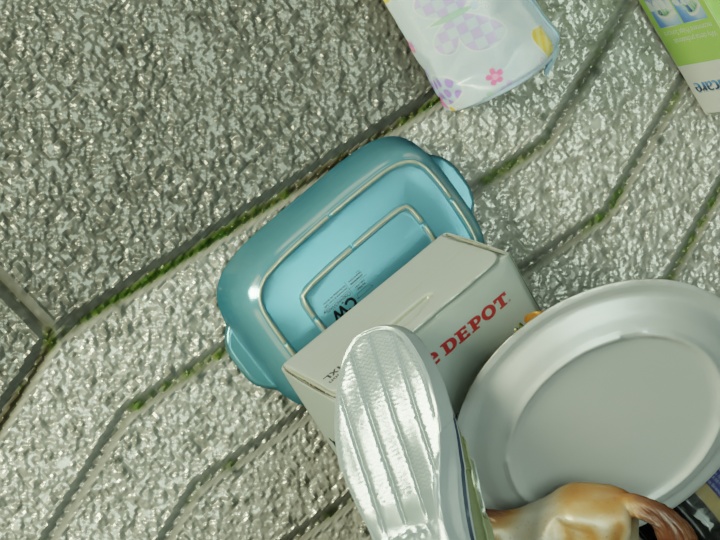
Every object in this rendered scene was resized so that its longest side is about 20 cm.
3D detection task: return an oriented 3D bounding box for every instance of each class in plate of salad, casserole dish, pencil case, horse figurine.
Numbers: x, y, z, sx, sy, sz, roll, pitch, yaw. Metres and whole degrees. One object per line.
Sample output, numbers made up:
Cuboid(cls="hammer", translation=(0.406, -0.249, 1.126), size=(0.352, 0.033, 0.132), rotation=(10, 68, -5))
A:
Cuboid(cls="plate of salad", translation=(0.148, 0.084, 1.141), size=(0.199, 0.048, 0.201), rotation=(-10, 126, -14))
Cuboid(cls="casserole dish", translation=(0.000, 0.000, 1.209), size=(0.200, 0.039, 0.121), rotation=(-40, 103, -14))
Cuboid(cls="pencil case", translation=(0.049, -0.202, 1.200), size=(0.090, 0.083, 0.201), rotation=(-29, 101, 5))
Cuboid(cls="horse figurine", translation=(0.118, 0.177, 1.125), size=(0.199, 0.050, 0.133), rotation=(-15, 110, 15))

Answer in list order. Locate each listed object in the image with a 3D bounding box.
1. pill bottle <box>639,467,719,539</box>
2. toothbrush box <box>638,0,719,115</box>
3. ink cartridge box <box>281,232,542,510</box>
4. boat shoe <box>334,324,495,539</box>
Cuboid(cls="pill bottle", translation=(0.278, 0.115, 1.268), size=(0.200, 0.112, 0.112), rotation=(-38, 102, -16))
Cuboid(cls="toothbrush box", translation=(0.257, -0.230, 1.273), size=(0.145, 0.086, 0.201), rotation=(-38, 101, -16))
Cuboid(cls="ink cartridge box", translation=(0.065, 0.099, 1.185), size=(0.146, 0.083, 0.201), rotation=(-38, 116, -15))
Cuboid(cls="boat shoe", translation=(0.036, 0.130, 1.075), size=(0.072, 0.062, 0.201), rotation=(-17, 80, 25))
